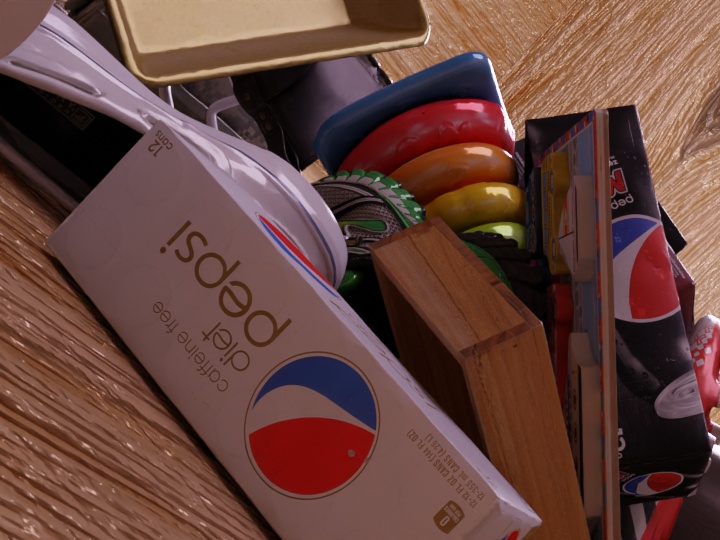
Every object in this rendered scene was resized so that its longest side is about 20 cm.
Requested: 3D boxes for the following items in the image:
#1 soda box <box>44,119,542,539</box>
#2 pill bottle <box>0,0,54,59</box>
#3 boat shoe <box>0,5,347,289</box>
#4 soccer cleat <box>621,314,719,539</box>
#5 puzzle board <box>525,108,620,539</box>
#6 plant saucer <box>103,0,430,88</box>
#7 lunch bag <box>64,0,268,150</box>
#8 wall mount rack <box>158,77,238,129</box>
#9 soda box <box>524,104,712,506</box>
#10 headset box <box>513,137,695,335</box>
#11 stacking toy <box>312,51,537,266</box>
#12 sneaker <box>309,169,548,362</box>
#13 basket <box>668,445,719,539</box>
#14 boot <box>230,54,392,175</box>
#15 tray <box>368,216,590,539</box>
[{"bbox_3d":[-0.027,0.040,0.582,0.200,0.068,0.064,47,4,26],"label":"soda box"},{"bbox_3d":[-0.182,-0.156,0.585,0.116,0.116,0.200,42,5,-45],"label":"pill bottle"},{"bbox_3d":[-0.094,-0.035,0.683,0.199,0.074,0.066,32,31,-13],"label":"boat shoe"},{"bbox_3d":[0.145,0.104,0.867,0.084,0.202,0.069,19,-23,16],"label":"soccer cleat"},{"bbox_3d":[0.093,0.039,0.720,0.151,0.017,0.203,116,-28,-85],"label":"puzzle board"},{"bbox_3d":[-0.075,-0.197,0.853,0.048,0.198,0.202,-23,-98,53],"label":"plant saucer"},{"bbox_3d":[-0.117,-0.149,1.134,0.200,0.139,0.168,42,20,-18],"label":"lunch bag"},{"bbox_3d":[-0.068,-0.035,0.982,0.200,0.074,0.176,18,58,-81],"label":"wall mount rack"},{"bbox_3d":[0.131,0.017,0.835,0.071,0.062,0.202,80,2,-64],"label":"soda box"},{"bbox_3d":[0.093,0.006,0.939,0.075,0.198,0.149,79,-13,-51],"label":"headset box"},{"bbox_3d":[0.059,-0.002,0.850,0.116,0.109,0.202,58,8,-65],"label":"stacking toy"},{"bbox_3d":[0.000,0.000,0.776,0.084,0.079,0.199,-10,17,-32],"label":"sneaker"},{"bbox_3d":[0.160,0.151,0.949,0.199,0.180,0.137,39,-33,25],"label":"basket"},{"bbox_3d":[-0.039,-0.162,0.941,0.174,0.200,0.069,49,-38,-12],"label":"boot"},{"bbox_3d":[0.059,0.087,0.650,0.099,0.037,0.202,-129,-160,-57],"label":"tray"}]
